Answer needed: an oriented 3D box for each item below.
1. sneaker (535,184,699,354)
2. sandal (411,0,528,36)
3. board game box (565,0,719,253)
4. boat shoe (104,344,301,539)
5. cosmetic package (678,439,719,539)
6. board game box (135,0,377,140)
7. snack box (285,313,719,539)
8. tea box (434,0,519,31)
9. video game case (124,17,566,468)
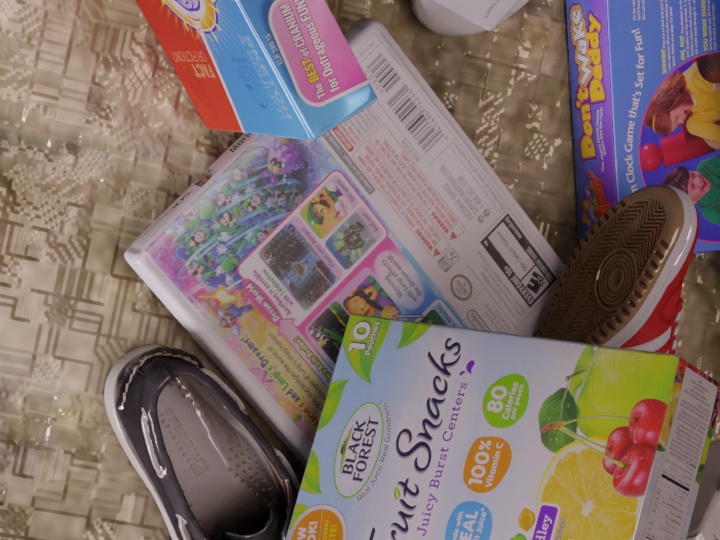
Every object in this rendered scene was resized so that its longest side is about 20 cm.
[{"bbox_3d":[0.157,0.048,1.319,0.112,0.071,0.200,14,118,-26],"label":"sneaker"},{"bbox_3d":[0.087,-0.218,1.299,0.082,0.050,0.203,24,98,-33],"label":"sandal"},{"bbox_3d":[0.185,-0.111,1.355,0.134,0.045,0.200,-6,97,-24],"label":"board game box"},{"bbox_3d":[-0.061,0.126,1.257,0.074,0.060,0.200,-33,106,-18],"label":"boat shoe"},{"bbox_3d":[0.114,0.161,1.252,0.085,0.200,0.108,66,32,-15],"label":"cosmetic package"},{"bbox_3d":[-0.081,-0.160,1.174,0.040,0.153,0.200,-34,106,-16],"label":"board game box"},{"bbox_3d":[0.066,0.104,1.196,0.053,0.200,0.142,32,71,-49],"label":"snack box"},{"bbox_3d":[0.060,-0.265,1.157,0.134,0.197,0.200,25,124,-29],"label":"tea box"},{"bbox_3d":[0.000,0.000,1.286,0.182,0.024,0.200,-46,116,-14],"label":"video game case"}]
